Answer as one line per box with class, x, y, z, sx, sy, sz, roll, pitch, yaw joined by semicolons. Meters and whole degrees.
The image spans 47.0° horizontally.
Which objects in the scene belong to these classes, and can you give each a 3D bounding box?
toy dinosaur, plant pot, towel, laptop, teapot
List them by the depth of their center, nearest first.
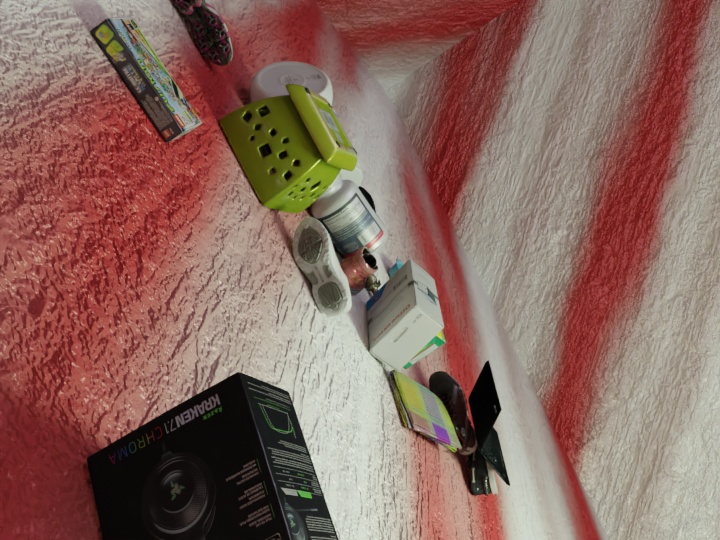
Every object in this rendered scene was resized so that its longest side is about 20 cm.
plant pot;-0.128;-0.245;1.627;0.200;0.181;0.200;62;15;7
towel;0.132;0.292;1.720;0.200;0.023;0.144;34;27;-45
laptop;0.306;0.338;1.845;0.200;0.103;0.178;50;18;-25
teapot;-0.156;-0.365;1.852;0.147;0.196;0.201;96;17;-44
toy dinosaur;0.012;-0.006;1.918;0.088;0.047;0.201;65;1;-63

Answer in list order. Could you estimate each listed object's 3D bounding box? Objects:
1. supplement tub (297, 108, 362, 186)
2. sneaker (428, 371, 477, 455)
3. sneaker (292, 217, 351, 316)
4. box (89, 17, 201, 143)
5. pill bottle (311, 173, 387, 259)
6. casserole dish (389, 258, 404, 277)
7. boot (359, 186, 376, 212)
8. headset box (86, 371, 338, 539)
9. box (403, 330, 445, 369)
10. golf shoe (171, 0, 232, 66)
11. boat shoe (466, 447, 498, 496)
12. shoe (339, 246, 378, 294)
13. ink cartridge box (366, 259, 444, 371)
supplement tub;-0.086;-0.277;1.943;0.132;0.131;0.201;36;28;-58
sneaker;0.198;0.315;1.856;0.115;0.075;0.201;21;41;-64
sneaker;-0.070;-0.002;1.582;0.099;0.077;0.202;33;38;-75
box;-0.335;-0.302;1.311;0.201;0.035;0.110;57;14;-13
pill bottle;-0.039;-0.130;1.831;0.201;0.119;0.120;54;15;-21
casserole dish;0.132;0.063;2.212;0.201;0.039;0.121;63;14;11
boot;-0.023;-0.161;2.066;0.162;0.073;0.199;34;30;-54
headset box;-0.121;0.220;0.703;0.093;0.173;0.201;36;28;-59
box;0.112;0.112;1.870;0.048;0.117;0.201;39;24;-39
golf shoe;-0.318;-0.515;1.730;0.201;0.072;0.092;60;12;4
boat shoe;0.269;0.436;1.882;0.200;0.060;0.076;-82;160;-71
shoe;0.000;0.000;1.758;0.072;0.091;0.200;61;14;6
ink cartridge box;0.089;0.092;1.744;0.086;0.146;0.200;37;22;-20
